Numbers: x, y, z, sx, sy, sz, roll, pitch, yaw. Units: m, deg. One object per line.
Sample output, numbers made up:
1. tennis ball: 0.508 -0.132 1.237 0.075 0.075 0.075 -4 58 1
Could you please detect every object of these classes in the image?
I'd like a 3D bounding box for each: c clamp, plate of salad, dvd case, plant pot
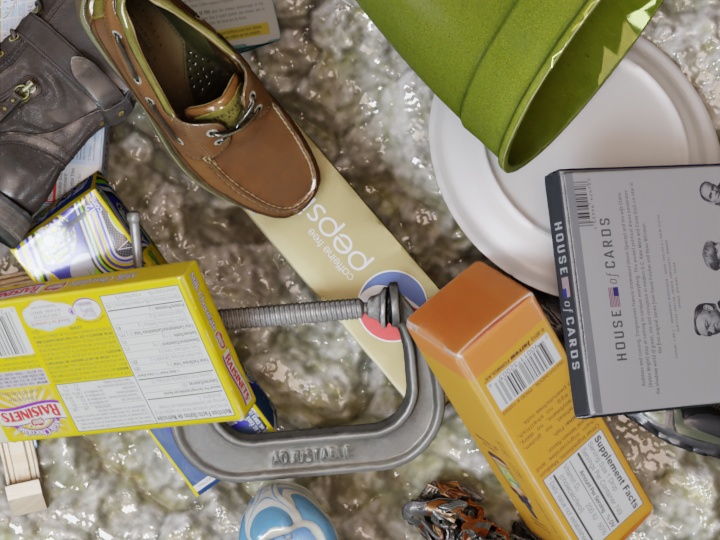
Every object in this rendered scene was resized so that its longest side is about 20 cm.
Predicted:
1. c clamp: -0.045 0.051 1.509 0.198 0.027 0.172 1 103 -3
2. plate of salad: 0.135 -0.071 1.557 0.199 0.048 0.201 6 67 -15
3. dvd case: 0.208 0.009 1.520 0.199 0.025 0.151 -3 83 -31
4. plant pot: 0.074 -0.197 1.465 0.193 0.200 0.201 39 91 10

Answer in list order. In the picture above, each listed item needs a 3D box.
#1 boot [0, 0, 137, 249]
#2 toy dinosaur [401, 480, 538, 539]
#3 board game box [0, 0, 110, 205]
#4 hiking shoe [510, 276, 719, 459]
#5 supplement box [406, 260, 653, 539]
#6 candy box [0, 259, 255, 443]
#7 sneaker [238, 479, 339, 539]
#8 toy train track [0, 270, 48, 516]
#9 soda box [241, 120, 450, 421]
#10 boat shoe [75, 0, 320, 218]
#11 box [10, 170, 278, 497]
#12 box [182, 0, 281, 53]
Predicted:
1. boot: -0.221 -0.125 1.520 0.200 0.069 0.174 36 82 15
2. toy dinosaur: 0.098 0.214 1.535 0.199 0.135 0.103 26 122 30
3. board game box: -0.257 -0.145 1.574 0.198 0.041 0.202 5 92 0
4. hiking shoe: 0.185 0.043 1.559 0.199 0.076 0.101 32 93 3
5. supplement box: 0.107 0.093 1.520 0.069 0.066 0.201 -38 124 -14
6. candy box: -0.167 0.052 1.498 0.199 0.026 0.103 -7 119 31
7. sneaker: -0.026 0.229 1.529 0.071 0.073 0.201 -19 106 14
8. toy train track: -0.236 0.060 1.584 0.114 0.033 0.201 -12 93 1
9. soda box: 0.000 0.000 1.564 0.064 0.068 0.200 -40 91 1
10. boat shoe: -0.092 -0.099 1.462 0.200 0.068 0.072 44 84 -26
11. box: -0.134 0.040 1.548 0.070 0.064 0.200 -35 104 5
12. box: -0.116 -0.233 1.548 0.082 0.049 0.201 -14 92 -40
